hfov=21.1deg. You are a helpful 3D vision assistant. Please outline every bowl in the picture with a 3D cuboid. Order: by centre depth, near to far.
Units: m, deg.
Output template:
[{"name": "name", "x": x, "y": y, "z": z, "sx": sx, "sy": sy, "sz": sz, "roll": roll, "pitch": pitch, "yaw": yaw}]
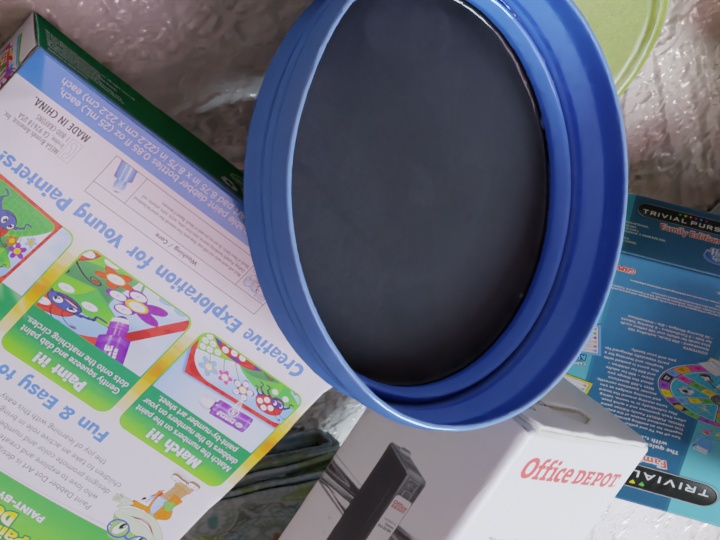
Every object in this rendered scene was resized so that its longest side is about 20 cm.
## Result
[{"name": "bowl", "x": 0.033, "y": -0.035, "z": 0.801, "sx": 0.200, "sy": 0.039, "sz": 0.201, "roll": -3, "pitch": 94, "yaw": -43}]

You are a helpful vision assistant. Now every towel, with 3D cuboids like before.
[{"name": "towel", "x": -0.105, "y": 0.171, "z": 1.064, "sx": 0.171, "sy": 0.048, "sz": 0.200, "roll": -3, "pitch": 134, "yaw": -37}]

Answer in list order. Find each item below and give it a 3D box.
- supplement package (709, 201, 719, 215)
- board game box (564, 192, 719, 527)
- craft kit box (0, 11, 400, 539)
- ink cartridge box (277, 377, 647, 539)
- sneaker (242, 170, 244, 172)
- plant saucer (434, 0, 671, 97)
[{"name": "supplement package", "x": 0.324, "y": -0.019, "z": 1.144, "sx": 0.156, "sy": 0.111, "sz": 0.200, "roll": -48, "pitch": 144, "yaw": 18}, {"name": "board game box", "x": 0.160, "y": 0.050, "z": 1.067, "sx": 0.151, "sy": 0.047, "sz": 0.200, "roll": 15, "pitch": 138, "yaw": 7}, {"name": "craft kit box", "x": -0.121, "y": 0.027, "z": 0.813, "sx": 0.200, "sy": 0.049, "sz": 0.198, "roll": 38, "pitch": 102, "yaw": -26}, {"name": "ink cartridge box", "x": 0.036, "y": 0.139, "z": 0.981, "sx": 0.200, "sy": 0.084, "sz": 0.144, "roll": -56, "pitch": 150, "yaw": 12}, {"name": "sneaker", "x": 0.000, "y": 0.000, "z": 0.923, "sx": 0.078, "sy": 0.075, "sz": 0.200, "roll": -16, "pitch": 154, "yaw": 36}, {"name": "plant saucer", "x": 0.071, "y": -0.107, "z": 0.898, "sx": 0.200, "sy": 0.031, "sz": 0.200, "roll": -23, "pitch": 144, "yaw": -18}]
